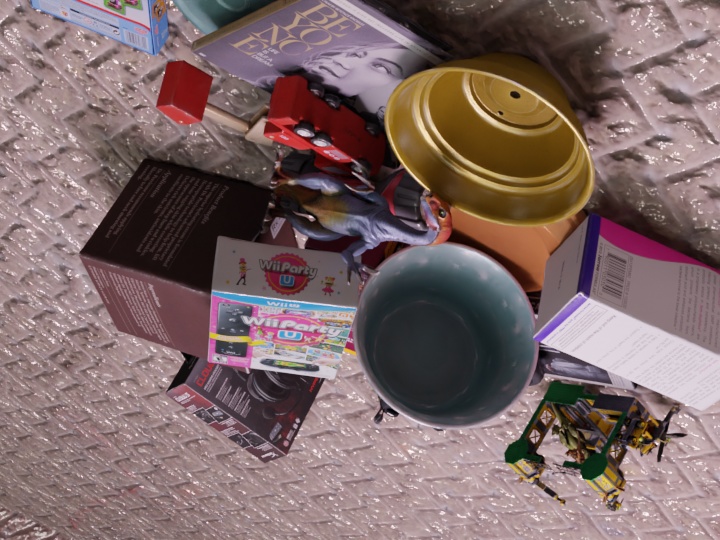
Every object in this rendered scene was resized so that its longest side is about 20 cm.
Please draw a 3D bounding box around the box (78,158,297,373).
[{"bbox_3d":[-0.201,-0.007,1.473,0.199,0.166,0.165,16,147,20],"label":"box"}]

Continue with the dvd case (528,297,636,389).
[{"bbox_3d":[0.207,0.077,1.385,0.199,0.025,0.150,7,150,30],"label":"dvd case"}]

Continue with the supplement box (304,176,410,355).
[{"bbox_3d":[0.000,0.000,1.378,0.085,0.111,0.200,19,148,14],"label":"supplement box"}]

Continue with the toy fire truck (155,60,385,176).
[{"bbox_3d":[-0.084,-0.145,1.181,0.141,0.049,0.200,1,162,39],"label":"toy fire truck"}]

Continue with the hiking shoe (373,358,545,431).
[{"bbox_3d":[0.113,0.140,1.389,0.199,0.101,0.076,-4,150,11],"label":"hiking shoe"}]

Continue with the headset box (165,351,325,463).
[{"bbox_3d":[-0.166,0.152,1.702,0.200,0.149,0.077,39,147,-16],"label":"headset box"}]

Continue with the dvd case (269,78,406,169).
[{"bbox_3d":[-0.023,-0.191,1.194,0.150,0.025,0.200,22,148,11],"label":"dvd case"}]

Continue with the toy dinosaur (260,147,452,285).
[{"bbox_3d":[-0.001,-0.067,1.188,0.181,0.200,0.105,12,109,-3],"label":"toy dinosaur"}]

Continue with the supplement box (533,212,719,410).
[{"bbox_3d":[0.285,0.043,1.189,0.199,0.102,0.103,23,145,-9],"label":"supplement box"}]

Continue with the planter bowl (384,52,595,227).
[{"bbox_3d":[0.129,-0.136,1.097,0.200,0.084,0.201,21,149,13],"label":"planter bowl"}]

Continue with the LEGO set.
[{"bbox_3d":[0.285,0.222,1.449,0.116,0.154,0.200,44,149,-26],"label":"LEGO set"}]

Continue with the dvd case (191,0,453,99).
[{"bbox_3d":[-0.037,-0.200,1.098,0.148,0.016,0.199,23,155,-39],"label":"dvd case"}]

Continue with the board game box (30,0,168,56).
[{"bbox_3d":[-0.268,-0.316,1.192,0.151,0.037,0.200,23,150,9],"label":"board game box"}]

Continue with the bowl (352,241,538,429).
[{"bbox_3d":[0.079,0.079,1.292,0.200,0.201,0.105,30,160,-3],"label":"bowl"}]

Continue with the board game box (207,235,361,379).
[{"bbox_3d":[-0.085,0.043,1.267,0.147,0.065,0.200,7,153,-5],"label":"board game box"}]

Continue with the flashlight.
[{"bbox_3d":[-0.003,-0.087,1.260,0.199,0.068,0.068,16,129,36],"label":"flashlight"}]

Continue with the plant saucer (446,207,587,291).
[{"bbox_3d":[0.146,-0.041,1.274,0.199,0.038,0.201,20,148,13],"label":"plant saucer"}]

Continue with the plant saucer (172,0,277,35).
[{"bbox_3d":[-0.113,-0.263,1.105,0.199,0.036,0.200,21,148,13],"label":"plant saucer"}]
